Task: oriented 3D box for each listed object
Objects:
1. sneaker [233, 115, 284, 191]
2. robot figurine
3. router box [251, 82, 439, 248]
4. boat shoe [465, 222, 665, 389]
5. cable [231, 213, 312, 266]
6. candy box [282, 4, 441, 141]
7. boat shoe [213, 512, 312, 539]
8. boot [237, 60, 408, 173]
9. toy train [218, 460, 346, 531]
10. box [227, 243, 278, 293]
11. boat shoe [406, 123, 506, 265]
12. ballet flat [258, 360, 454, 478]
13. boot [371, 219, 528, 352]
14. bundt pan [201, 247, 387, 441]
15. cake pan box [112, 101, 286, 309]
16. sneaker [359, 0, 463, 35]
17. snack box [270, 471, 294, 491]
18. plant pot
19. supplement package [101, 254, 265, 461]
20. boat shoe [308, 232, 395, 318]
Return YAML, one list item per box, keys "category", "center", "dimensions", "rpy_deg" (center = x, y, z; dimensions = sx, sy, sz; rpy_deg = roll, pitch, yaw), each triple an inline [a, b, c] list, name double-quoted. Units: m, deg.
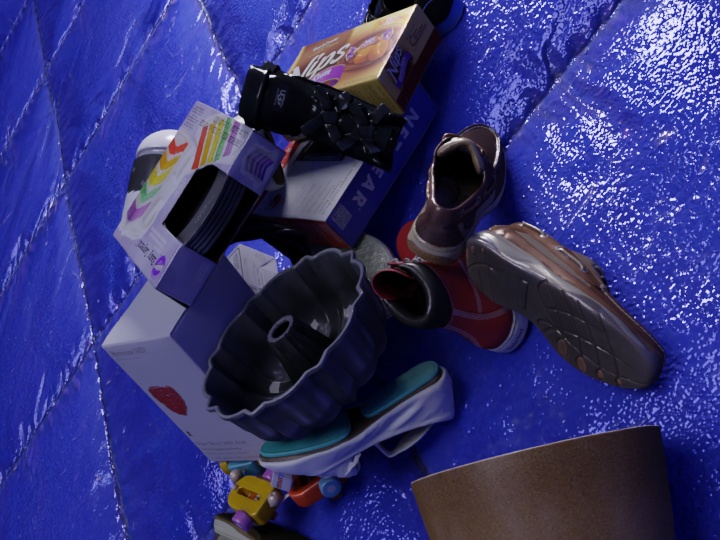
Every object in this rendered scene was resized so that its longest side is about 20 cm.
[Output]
- category: "sneaker"
  center: [-0.138, -0.131, 1.046]
  dimensions: [0.083, 0.074, 0.200]
  rpy_deg: [-19, 24, -2]
- category: "robot figurine"
  center: [-0.287, -0.110, 1.348]
  dimensions: [0.148, 0.125, 0.203]
  rpy_deg: [-2, 70, 26]
- category: "router box"
  center: [-0.026, -0.125, 1.037]
  dimensions: [0.178, 0.049, 0.202]
  rpy_deg: [7, 60, 52]
- category: "boat shoe"
  center: [0.175, 0.017, 0.746]
  dimensions: [0.200, 0.071, 0.076]
  rpy_deg: [42, 148, 32]
- category: "cable"
  center: [-0.122, 0.022, 1.025]
  dimensions: [0.200, 0.163, 0.051]
  rpy_deg: [-40, 6, 35]
- category: "candy box"
  center: [-0.012, -0.222, 1.029]
  dimensions: [0.198, 0.056, 0.118]
  rpy_deg: [-3, 52, 46]
- category: "boat shoe"
  center: [-0.097, 0.314, 0.960]
  dimensions: [0.199, 0.071, 0.067]
  rpy_deg: [7, 90, 51]
- category: "boot"
  center: [-0.037, -0.158, 0.924]
  dimensions: [0.198, 0.160, 0.074]
  rpy_deg: [-98, 26, -81]
- category: "toy train"
  center: [-0.081, 0.218, 0.999]
  dimensions: [0.150, 0.056, 0.200]
  rpy_deg: [-39, 29, -3]
- category: "box"
  center: [-0.185, 0.074, 1.183]
  dimensions: [0.200, 0.060, 0.118]
  rpy_deg: [-42, 45, 31]
- category: "boat shoe"
  center: [0.097, -0.091, 0.835]
  dimensions: [0.201, 0.071, 0.073]
  rpy_deg: [-56, -18, -45]
- category: "ballet flat"
  center: [0.002, 0.157, 0.848]
  dimensions: [0.198, 0.070, 0.070]
  rpy_deg: [-26, 46, 0]
- category: "boot"
  center: [0.054, -0.004, 0.851]
  dimensions: [0.073, 0.143, 0.200]
  rpy_deg: [-62, 35, 18]
- category: "bundt pan"
  center: [-0.053, 0.079, 0.856]
  dimensions: [0.200, 0.076, 0.203]
  rpy_deg: [-33, 28, 20]
- category: "cake pan box"
  center: [-0.174, -0.075, 0.943]
  dimensions: [0.186, 0.052, 0.200]
  rpy_deg: [-58, 33, 3]
- category: "sneaker"
  center: [0.028, -0.293, 1.073]
  dimensions: [0.199, 0.077, 0.071]
  rpy_deg: [-23, 56, 43]
- category: "snack box"
  center: [-0.057, 0.126, 0.954]
  dimensions: [0.072, 0.024, 0.202]
  rpy_deg: [105, 180, -53]
- category: "plant pot"
  center: [0.144, 0.229, 0.624]
  dimensions: [0.185, 0.185, 0.203]
  rpy_deg: [-27, 67, 41]
- category: "supplement package"
  center: [-0.159, 0.101, 0.986]
  dimensions: [0.120, 0.201, 0.121]
  rpy_deg: [-10, 38, 38]
- category: "boat shoe"
  center: [0.000, 0.000, 0.982]
  dimensions: [0.075, 0.062, 0.200]
  rpy_deg: [-46, 35, -1]
